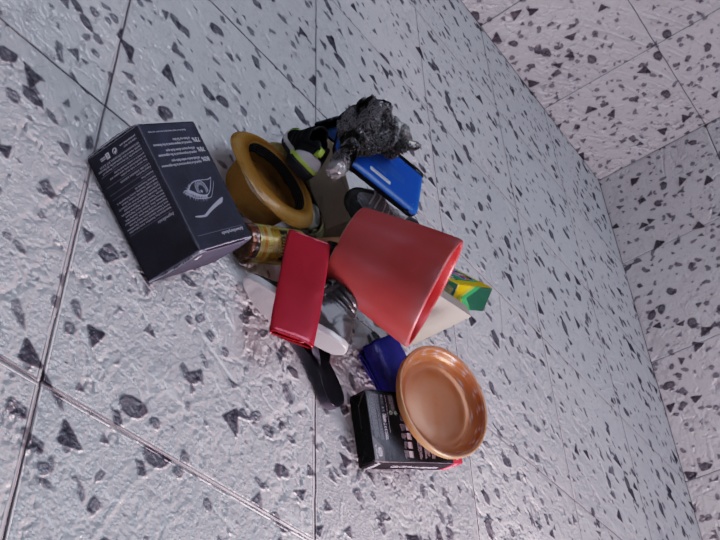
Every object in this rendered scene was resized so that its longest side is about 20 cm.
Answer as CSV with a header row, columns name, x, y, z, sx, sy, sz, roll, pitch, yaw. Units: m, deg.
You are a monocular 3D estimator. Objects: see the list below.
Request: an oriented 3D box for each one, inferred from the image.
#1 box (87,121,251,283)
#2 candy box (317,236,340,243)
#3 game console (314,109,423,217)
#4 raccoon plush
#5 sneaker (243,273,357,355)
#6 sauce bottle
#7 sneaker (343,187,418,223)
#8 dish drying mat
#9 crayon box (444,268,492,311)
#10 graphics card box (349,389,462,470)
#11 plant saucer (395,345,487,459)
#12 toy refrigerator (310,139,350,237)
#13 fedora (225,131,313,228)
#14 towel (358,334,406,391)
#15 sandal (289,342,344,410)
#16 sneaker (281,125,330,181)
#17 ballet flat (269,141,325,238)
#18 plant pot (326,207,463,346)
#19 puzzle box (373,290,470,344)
name,x,y,z,sx,sy,sz,roll,pitch,yaw
box,-0.269,-0.101,1.386,0.201,0.104,0.148,64,25,3
candy box,0.000,0.000,1.727,0.199,0.055,0.116,-4,62,-21
game console,0.006,-0.185,1.771,0.200,0.118,0.171,36,42,-24
raccoon plush,0.016,-0.199,1.658,0.134,0.096,0.201,47,66,-33
sneaker,-0.090,0.044,1.556,0.199,0.071,0.100,34,55,-11
sauce bottle,-0.117,-0.039,1.605,0.199,0.066,0.066,4,60,-42
sneaker,0.012,-0.110,1.794,0.115,0.075,0.200,33,3,43
dish drying mat,-0.093,0.026,1.509,0.076,0.018,0.201,20,49,-15
crayon box,0.144,0.015,1.978,0.199,0.059,0.172,28,11,29
graphics card box,0.078,0.274,1.656,0.199,0.051,0.126,10,62,-39
plant saucer,0.134,0.228,1.668,0.199,0.037,0.201,21,53,-32
toy refrigerator,-0.063,-0.156,1.849,0.070,0.075,0.201,55,18,-63
fedora,-0.166,-0.139,1.641,0.200,0.082,0.201,41,25,-24
towel,0.069,0.219,1.783,0.201,0.049,0.148,65,18,7
sandal,-0.073,0.129,1.599,0.201,0.043,0.076,62,26,1
sneaker,-0.084,-0.218,1.709,0.072,0.083,0.200,42,13,-24
ballet flat,-0.118,-0.144,1.746,0.201,0.070,0.071,65,25,-1
plant pot,0.050,-0.003,1.610,0.177,0.201,0.200,29,24,10
puzzle box,0.115,0.083,1.805,0.200,0.132,0.026,32,35,-63
